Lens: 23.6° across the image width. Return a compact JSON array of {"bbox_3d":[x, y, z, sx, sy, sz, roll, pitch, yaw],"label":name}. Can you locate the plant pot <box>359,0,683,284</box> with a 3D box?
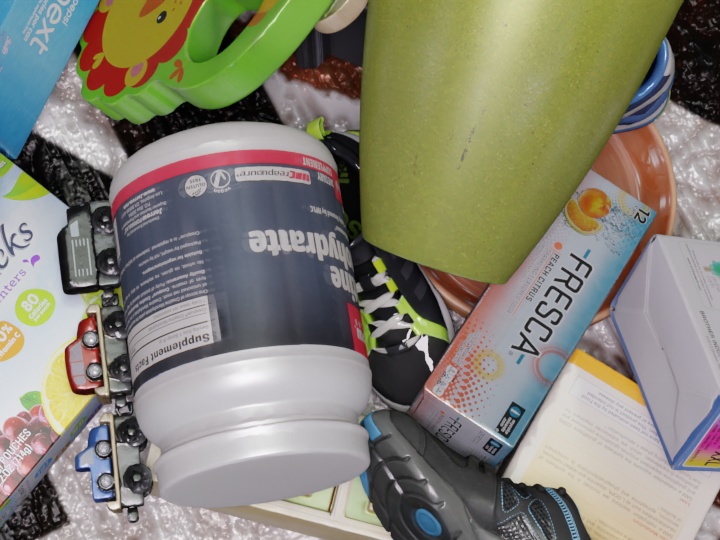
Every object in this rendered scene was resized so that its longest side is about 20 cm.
[{"bbox_3d":[0.073,-0.101,1.027,0.187,0.187,0.201,18,97,-1],"label":"plant pot"}]

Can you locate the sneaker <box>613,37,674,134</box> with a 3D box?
[{"bbox_3d":[0.119,-0.111,1.138,0.200,0.082,0.074,-25,80,-11],"label":"sneaker"}]

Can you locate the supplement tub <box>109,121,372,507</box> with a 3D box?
[{"bbox_3d":[-0.069,0.027,1.014,0.140,0.140,0.201,-7,71,-8],"label":"supplement tub"}]

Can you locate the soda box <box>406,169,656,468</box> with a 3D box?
[{"bbox_3d":[0.108,0.028,1.090,0.068,0.064,0.200,34,64,4],"label":"soda box"}]

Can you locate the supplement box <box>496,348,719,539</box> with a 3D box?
[{"bbox_3d":[0.137,0.170,1.098,0.126,0.074,0.200,31,73,3],"label":"supplement box"}]

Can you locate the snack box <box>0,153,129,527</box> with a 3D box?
[{"bbox_3d":[-0.241,0.046,1.092,0.169,0.068,0.200,39,72,4],"label":"snack box"}]

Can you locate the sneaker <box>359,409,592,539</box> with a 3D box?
[{"bbox_3d":[0.080,0.152,1.031,0.200,0.073,0.082,46,57,4],"label":"sneaker"}]

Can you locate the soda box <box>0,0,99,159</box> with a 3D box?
[{"bbox_3d":[-0.225,-0.179,1.145,0.064,0.068,0.200,14,70,33],"label":"soda box"}]

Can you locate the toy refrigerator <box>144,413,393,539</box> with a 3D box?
[{"bbox_3d":[-0.033,0.125,1.093,0.199,0.070,0.076,16,73,-3],"label":"toy refrigerator"}]

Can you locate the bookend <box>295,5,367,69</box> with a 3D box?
[{"bbox_3d":[0.085,-0.202,1.161,0.198,0.092,0.200,24,68,11],"label":"bookend"}]

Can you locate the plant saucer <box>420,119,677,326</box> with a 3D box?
[{"bbox_3d":[0.116,-0.052,1.179,0.200,0.032,0.201,2,74,-7],"label":"plant saucer"}]

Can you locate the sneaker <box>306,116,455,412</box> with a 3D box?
[{"bbox_3d":[0.000,0.000,1.110,0.072,0.083,0.201,-23,81,20],"label":"sneaker"}]

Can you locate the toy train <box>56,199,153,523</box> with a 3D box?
[{"bbox_3d":[-0.158,0.055,1.049,0.046,0.034,0.201,-7,77,-8],"label":"toy train"}]

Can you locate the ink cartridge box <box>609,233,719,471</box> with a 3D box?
[{"bbox_3d":[0.277,0.058,1.103,0.199,0.076,0.137,4,47,-22],"label":"ink cartridge box"}]

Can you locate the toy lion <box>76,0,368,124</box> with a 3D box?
[{"bbox_3d":[-0.104,-0.167,1.106,0.192,0.069,0.200,-47,39,11],"label":"toy lion"}]
